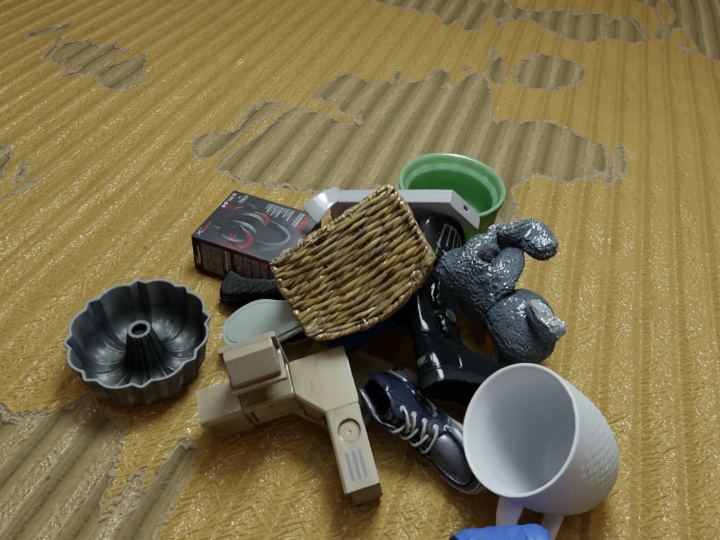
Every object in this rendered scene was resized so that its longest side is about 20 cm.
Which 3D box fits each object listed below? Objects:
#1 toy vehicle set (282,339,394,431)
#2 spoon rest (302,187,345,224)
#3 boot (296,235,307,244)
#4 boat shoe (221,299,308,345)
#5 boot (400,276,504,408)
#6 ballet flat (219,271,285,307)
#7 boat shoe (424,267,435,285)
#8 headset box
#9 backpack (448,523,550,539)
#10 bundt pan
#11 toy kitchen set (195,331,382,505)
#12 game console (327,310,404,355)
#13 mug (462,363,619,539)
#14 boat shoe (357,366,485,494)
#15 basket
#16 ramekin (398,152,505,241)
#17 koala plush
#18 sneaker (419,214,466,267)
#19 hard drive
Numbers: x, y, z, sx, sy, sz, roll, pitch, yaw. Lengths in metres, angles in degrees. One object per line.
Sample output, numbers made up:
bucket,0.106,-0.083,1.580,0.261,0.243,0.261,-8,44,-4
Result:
toy vehicle set,-0.062,0.152,0.901,0.196,0.027,0.125,20,45,16
spoon rest,-0.032,-0.106,1.091,0.100,0.061,0.199,48,14,13
boot,-0.001,-0.046,0.949,0.198,0.072,0.147,26,83,37
boat shoe,-0.102,0.076,0.913,0.195,0.061,0.077,-14,63,4
boot,0.138,0.097,0.870,0.197,0.076,0.171,18,47,-35
ballet flat,-0.137,0.020,0.967,0.195,0.066,0.058,-5,69,23
boat shoe,0.064,-0.035,0.988,0.073,0.067,0.201,25,23,-28
headset box,-0.164,-0.045,1.066,0.195,0.076,0.150,18,43,14
backpack,0.142,0.335,0.595,0.163,0.203,0.164,-7,43,-12
bundt pan,-0.309,0.108,0.890,0.196,0.077,0.205,2,44,-2
toy kitchen set,-0.093,0.192,0.748,0.195,0.164,0.184,-16,60,-4
game console,0.024,0.053,0.999,0.168,0.119,0.201,23,24,-36
mug,0.218,0.236,0.739,0.146,0.174,0.204,9,71,49
boat shoe,0.074,0.205,0.798,0.091,0.076,0.200,10,26,-46
basket,0.000,0.000,0.840,0.197,0.149,0.145,-33,88,3
ramekin,0.162,-0.121,1.158,0.194,0.099,0.203,3,42,-2
koala plush,0.217,0.055,0.925,0.180,0.179,0.203,-7,55,-27
sneaker,0.133,-0.034,1.027,0.079,0.200,0.076,13,76,32
hard drive,0.079,-0.099,1.012,0.196,0.131,0.027,4,79,31
